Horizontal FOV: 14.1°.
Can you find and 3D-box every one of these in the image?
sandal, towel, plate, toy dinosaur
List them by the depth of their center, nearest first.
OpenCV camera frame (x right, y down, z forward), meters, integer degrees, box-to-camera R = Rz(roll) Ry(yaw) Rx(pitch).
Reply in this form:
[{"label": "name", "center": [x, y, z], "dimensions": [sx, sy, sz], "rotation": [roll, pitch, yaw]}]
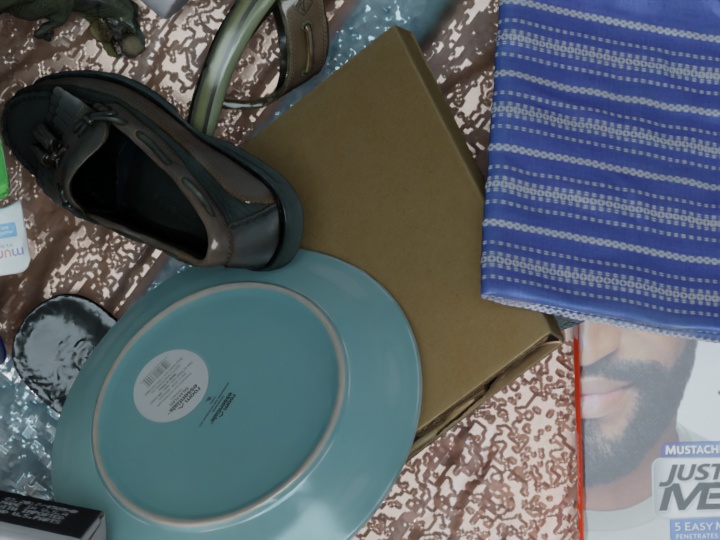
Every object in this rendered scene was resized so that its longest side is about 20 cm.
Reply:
[{"label": "plate", "center": [-0.066, 0.070, 1.431], "dimensions": [0.199, 0.026, 0.201], "rotation": [-12, 56, 18]}, {"label": "towel", "center": [0.135, -0.063, 1.442], "dimensions": [0.144, 0.024, 0.201], "rotation": [10, 60, -7]}, {"label": "toy dinosaur", "center": [-0.201, -0.142, 1.495], "dimensions": [0.088, 0.199, 0.048], "rotation": [-11, 77, 40]}, {"label": "sandal", "center": [-0.035, -0.134, 1.513], "dimensions": [0.057, 0.080, 0.202], "rotation": [31, 93, -5]}, {"label": "sandal", "center": [-0.101, 0.090, 1.540], "dimensions": [0.200, 0.048, 0.076], "rotation": [35, 94, -1]}]

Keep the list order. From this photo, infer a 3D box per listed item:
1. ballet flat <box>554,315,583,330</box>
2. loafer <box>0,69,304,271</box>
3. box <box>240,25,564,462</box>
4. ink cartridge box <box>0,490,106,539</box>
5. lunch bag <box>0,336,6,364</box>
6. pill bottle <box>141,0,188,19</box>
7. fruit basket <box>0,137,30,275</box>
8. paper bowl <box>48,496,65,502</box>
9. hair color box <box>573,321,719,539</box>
[{"label": "ballet flat", "center": [0.063, 0.009, 1.484], "dimensions": [0.199, 0.074, 0.075], "rotation": [-25, 92, 29]}, {"label": "loafer", "center": [-0.119, -0.051, 1.478], "dimensions": [0.199, 0.063, 0.072], "rotation": [24, 116, 35]}, {"label": "box", "center": [0.000, 0.000, 1.474], "dimensions": [0.163, 0.021, 0.201], "rotation": [-38, 58, 20]}, {"label": "ink cartridge box", "center": [-0.217, 0.194, 1.447], "dimensions": [0.196, 0.047, 0.201], "rotation": [10, 120, 16]}, {"label": "lunch bag", "center": [-0.273, -0.020, 1.480], "dimensions": [0.123, 0.170, 0.201], "rotation": [-21, 93, -3]}, {"label": "pill bottle", "center": [-0.147, -0.226, 1.489], "dimensions": [0.200, 0.120, 0.120], "rotation": [41, 93, -1]}, {"label": "fruit basket", "center": [-0.267, -0.072, 1.360], "dimensions": [0.199, 0.094, 0.187], "rotation": [-12, 88, -1]}, {"label": "paper bowl", "center": [-0.100, 0.205, 1.497], "dimensions": [0.199, 0.104, 0.202], "rotation": [2, 94, 30]}, {"label": "hair color box", "center": [0.167, 0.071, 1.525], "dimensions": [0.110, 0.064, 0.202], "rotation": [-2, 92, 3]}]
